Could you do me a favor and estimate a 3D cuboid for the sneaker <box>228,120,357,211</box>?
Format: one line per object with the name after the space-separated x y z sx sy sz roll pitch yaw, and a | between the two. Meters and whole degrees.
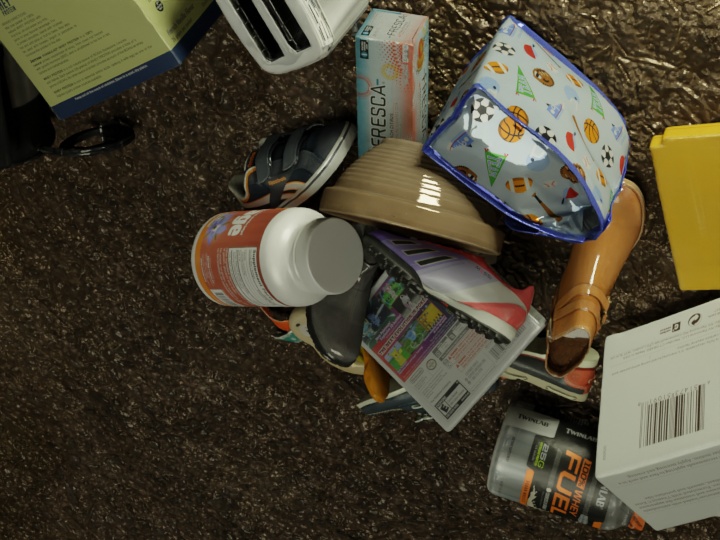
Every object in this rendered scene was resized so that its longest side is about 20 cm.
-0.085 -0.122 1.716 0.079 0.079 0.200 36 135 -15 | sneaker

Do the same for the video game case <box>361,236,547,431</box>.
0.094 0.062 1.714 0.182 0.023 0.200 45 126 10 | video game case

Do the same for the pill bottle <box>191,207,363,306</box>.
-0.094 -0.015 1.688 0.199 0.112 0.112 -1 129 47 | pill bottle

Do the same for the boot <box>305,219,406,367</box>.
0.000 0.000 1.701 0.070 0.201 0.132 18 144 -30 | boot

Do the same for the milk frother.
-0.383 -0.224 1.751 0.199 0.181 0.189 -16 133 -18 | milk frother

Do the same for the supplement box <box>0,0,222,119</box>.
-0.294 -0.308 1.619 0.199 0.134 0.200 -18 118 35 | supplement box

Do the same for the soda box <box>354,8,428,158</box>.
0.036 -0.182 1.621 0.068 0.064 0.201 11 130 14 | soda box

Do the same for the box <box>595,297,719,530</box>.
0.381 0.154 1.632 0.198 0.201 0.131 -23 130 36 | box

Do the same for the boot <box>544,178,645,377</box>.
0.254 0.011 1.616 0.073 0.155 0.201 17 133 9 | boot

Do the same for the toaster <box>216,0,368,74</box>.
-0.075 -0.294 1.534 0.113 0.129 0.201 -13 121 33 | toaster

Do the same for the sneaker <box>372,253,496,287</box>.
0.083 0.035 1.759 0.199 0.066 0.091 -16 89 32 | sneaker

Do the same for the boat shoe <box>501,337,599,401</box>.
0.186 0.106 1.780 0.199 0.071 0.063 14 117 4 | boat shoe

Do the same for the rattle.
-0.049 0.107 1.854 0.199 0.143 0.130 8 149 10 | rattle

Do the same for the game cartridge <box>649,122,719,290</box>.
0.410 -0.068 1.569 0.175 0.032 0.201 -2 124 26 | game cartridge

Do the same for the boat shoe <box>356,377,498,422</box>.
0.085 0.153 1.873 0.199 0.075 0.062 -25 103 28 | boat shoe

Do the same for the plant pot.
0.062 -0.083 1.562 0.200 0.201 0.093 15 90 13 | plant pot

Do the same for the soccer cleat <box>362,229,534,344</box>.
0.096 0.002 1.629 0.199 0.073 0.068 32 171 6 | soccer cleat

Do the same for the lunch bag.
0.183 -0.133 1.520 0.200 0.170 0.124 35 131 -7 | lunch bag

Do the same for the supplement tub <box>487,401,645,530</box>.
0.266 0.246 1.829 0.199 0.123 0.123 16 132 12 | supplement tub
